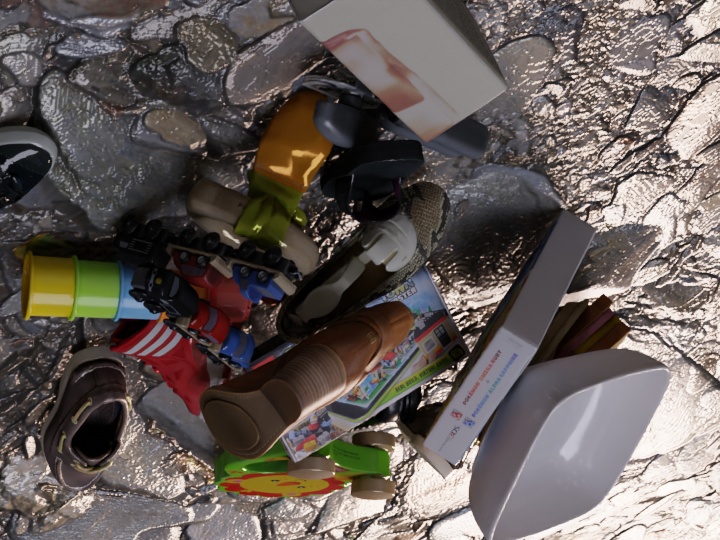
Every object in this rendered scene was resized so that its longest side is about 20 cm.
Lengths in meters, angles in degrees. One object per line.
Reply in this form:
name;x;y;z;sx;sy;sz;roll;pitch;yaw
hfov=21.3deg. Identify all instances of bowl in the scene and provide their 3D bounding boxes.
bowl;0.191;0.159;1.854;0.199;0.075;0.201;-10;132;-44

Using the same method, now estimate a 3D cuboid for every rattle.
rattle;-0.073;-0.062;1.684;0.129;0.144;0.200;7;165;16

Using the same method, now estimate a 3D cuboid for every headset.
headset;0.013;0.104;1.929;0.123;0.095;0.199;13;148;-41

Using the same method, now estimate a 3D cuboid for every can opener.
can opener;0.027;-0.125;1.622;0.199;0.067;0.052;13;177;-44

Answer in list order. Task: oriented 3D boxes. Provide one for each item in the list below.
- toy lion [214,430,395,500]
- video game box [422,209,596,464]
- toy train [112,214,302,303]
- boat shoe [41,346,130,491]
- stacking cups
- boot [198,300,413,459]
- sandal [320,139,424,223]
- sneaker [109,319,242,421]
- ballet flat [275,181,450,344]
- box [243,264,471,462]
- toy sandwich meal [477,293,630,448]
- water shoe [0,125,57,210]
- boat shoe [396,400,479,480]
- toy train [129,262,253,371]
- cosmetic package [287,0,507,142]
toy lion;-0.073;0.198;1.953;0.190;0.069;0.200;-10;160;27
video game box;0.143;0.062;1.833;0.047;0.200;0.183;30;131;3
toy train;-0.132;-0.008;1.607;0.199;0.046;0.034;13;159;35
boat shoe;-0.260;0.156;1.833;0.071;0.060;0.201;-4;141;-24
stacking cups;-0.193;0.016;1.672;0.198;0.061;0.061;2;140;-15
boot;-0.047;0.095;1.718;0.154;0.074;0.199;-35;-172;-35
sandal;0.008;-0.070;1.630;0.075;0.048;0.200;-5;173;-7
sneaker;-0.175;0.075;1.797;0.115;0.079;0.200;18;152;-1
ballet flat;0.000;0.000;1.716;0.200;0.068;0.075;-42;175;17
box;-0.006;0.082;1.814;0.199;0.035;0.111;-31;107;-9
toy sandwich meal;0.193;0.114;1.945;0.206;0.070;0.205;-52;174;-8
water shoe;-0.326;-0.042;1.537;0.199;0.079;0.072;-27;145;8
boat shoe;0.081;0.168;1.973;0.060;0.072;0.200;-44;-177;-3
toy train;-0.134;0.041;1.605;0.045;0.034;0.200;9;163;23
cosmetic package;0.022;-0.199;1.489;0.087;0.104;0.200;-32;142;14
